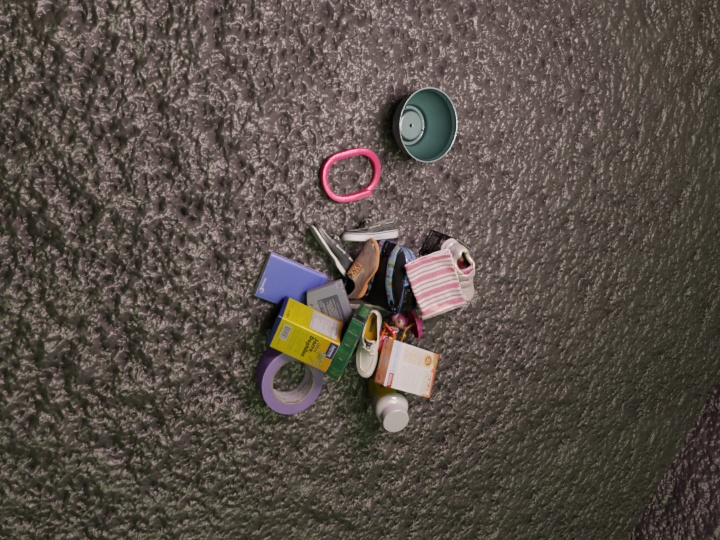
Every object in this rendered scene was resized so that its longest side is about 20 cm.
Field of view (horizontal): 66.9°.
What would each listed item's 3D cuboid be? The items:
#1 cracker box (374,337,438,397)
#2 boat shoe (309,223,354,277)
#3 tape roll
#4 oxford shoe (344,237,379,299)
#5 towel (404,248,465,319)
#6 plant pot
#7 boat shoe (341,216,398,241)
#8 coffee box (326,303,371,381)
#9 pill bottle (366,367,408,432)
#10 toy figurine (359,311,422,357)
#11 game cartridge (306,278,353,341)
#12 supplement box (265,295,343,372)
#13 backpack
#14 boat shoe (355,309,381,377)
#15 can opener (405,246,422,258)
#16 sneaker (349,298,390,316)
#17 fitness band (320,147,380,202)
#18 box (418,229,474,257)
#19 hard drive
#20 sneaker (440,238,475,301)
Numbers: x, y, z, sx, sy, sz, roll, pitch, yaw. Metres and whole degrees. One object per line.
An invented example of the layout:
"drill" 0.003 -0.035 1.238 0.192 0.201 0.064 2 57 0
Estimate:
"cracker box" 0.143 0.299 1.669 0.196 0.057 0.139 22 79 -35
"boat shoe" -0.081 -0.072 1.630 0.060 0.075 0.202 -40 128 -9
"tape roll" -0.216 0.324 1.658 0.193 0.085 0.208 -6 105 -23
"oxford shoe" 0.000 0.000 1.631 0.072 0.071 0.206 -10 125 -49
"towel" 0.220 0.045 1.589 0.142 0.030 0.205 -19 118 6
"plant pot" 0.171 -0.431 1.617 0.193 0.134 0.209 -7 106 -24
"boat shoe" 0.027 -0.128 1.672 0.194 0.071 0.074 -9 97 -32
"coffee box" -0.031 0.209 1.594 0.043 0.123 0.205 26 110 4
"pill bottle" 0.090 0.411 1.747 0.108 0.202 0.116 -6 120 -10
"toy figurine" 0.116 0.205 1.756 0.198 0.149 0.187 37 82 -23
"game cartridge" -0.088 0.134 1.645 0.128 0.042 0.206 -14 114 8
"supplement box" -0.161 0.184 1.586 0.195 0.110 0.112 26 117 -8
"backpack" 0.104 0.011 1.668 0.131 0.180 0.208 -4 108 -41
"boat shoe" 0.026 0.221 1.646 0.068 0.070 0.208 12 86 9
"can opener" 0.180 -0.019 1.691 0.066 0.200 0.054 32 98 -31
"sneaker" 0.012 0.144 1.734 0.193 0.075 0.110 5 113 -25
"fitness band" -0.028 -0.284 1.619 0.194 0.037 0.149 -18 107 -21
"box" 0.246 -0.009 1.743 0.085 0.163 0.204 30 90 -27
"hard drive" -0.206 0.043 1.623 0.195 0.025 0.136 23 93 -28
"sneaker" 0.302 0.009 1.632 0.080 0.088 0.205 -29 113 -14
